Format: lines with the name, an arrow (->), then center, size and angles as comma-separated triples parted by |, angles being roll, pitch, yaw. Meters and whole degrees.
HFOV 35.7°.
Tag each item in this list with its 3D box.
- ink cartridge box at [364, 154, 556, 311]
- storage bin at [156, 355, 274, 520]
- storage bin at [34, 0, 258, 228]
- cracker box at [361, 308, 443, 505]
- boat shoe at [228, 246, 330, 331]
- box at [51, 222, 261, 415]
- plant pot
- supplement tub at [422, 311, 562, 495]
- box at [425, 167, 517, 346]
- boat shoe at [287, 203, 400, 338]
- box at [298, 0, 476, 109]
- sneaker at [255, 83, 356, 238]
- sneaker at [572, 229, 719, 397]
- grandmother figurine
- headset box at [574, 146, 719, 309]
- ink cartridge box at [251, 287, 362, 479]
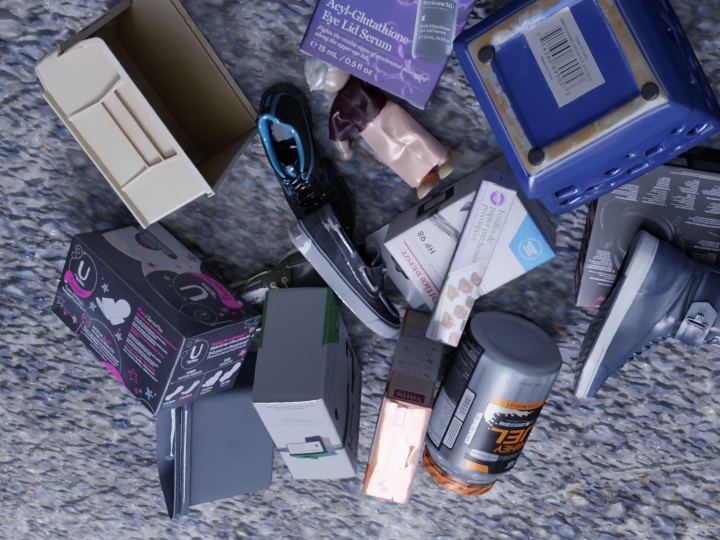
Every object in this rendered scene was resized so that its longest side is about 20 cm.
ink cartridge box -> 0.109, -0.027, 1.267 | 0.199, 0.067, 0.116 | -30, 109, 22
storage bin -> -0.181, 0.192, 1.400 | 0.133, 0.146, 0.202 | -3, 119, -19
storage bin -> -0.216, -0.180, 1.172 | 0.093, 0.200, 0.199 | -27, 109, 23
cracker box -> 0.053, 0.153, 1.291 | 0.057, 0.200, 0.135 | 13, 118, 2
boat shoe -> -0.098, 0.028, 1.333 | 0.201, 0.060, 0.072 | -24, 110, 20
box -> -0.235, 0.047, 1.285 | 0.200, 0.132, 0.115 | 40, 121, 24
plant pot -> 0.213, -0.183, 1.071 | 0.199, 0.180, 0.201 | -28, 82, 22
supplement tub -> 0.149, 0.160, 1.323 | 0.122, 0.123, 0.201 | 19, 119, 0
box -> 0.119, -0.012, 1.212 | 0.038, 0.042, 0.201 | 18, 118, 0
boat shoe -> 0.000, 0.000, 1.268 | 0.068, 0.072, 0.200 | -37, 124, 6
box -> 0.046, -0.291, 1.125 | 0.147, 0.105, 0.201 | 24, 118, -2
sneaker -> -0.068, -0.104, 1.251 | 0.073, 0.082, 0.201 | -19, 112, 18
sneaker -> 0.320, 0.074, 1.190 | 0.145, 0.077, 0.203 | 23, 118, 1
grandmother figurine -> 0.014, -0.168, 1.221 | 0.121, 0.061, 0.200 | -42, 100, 18
headset box -> 0.320, -0.034, 1.222 | 0.147, 0.077, 0.202 | 9, 118, 6
ink cartridge box -> -0.056, 0.134, 1.291 | 0.084, 0.147, 0.201 | -3, 146, 11
